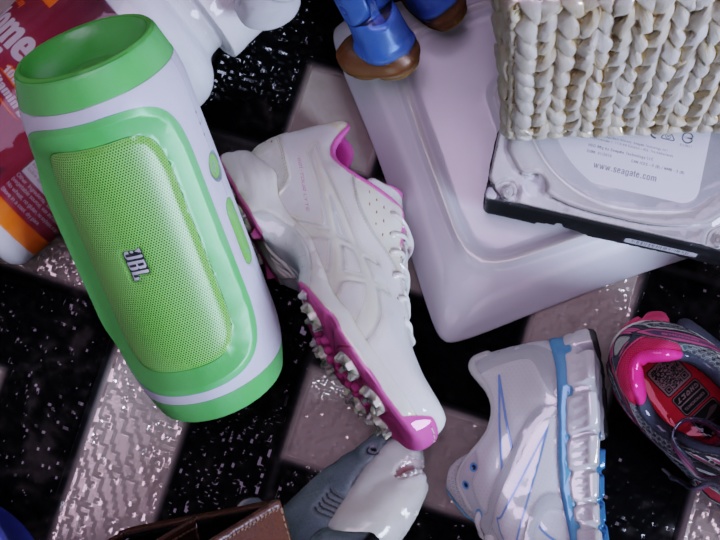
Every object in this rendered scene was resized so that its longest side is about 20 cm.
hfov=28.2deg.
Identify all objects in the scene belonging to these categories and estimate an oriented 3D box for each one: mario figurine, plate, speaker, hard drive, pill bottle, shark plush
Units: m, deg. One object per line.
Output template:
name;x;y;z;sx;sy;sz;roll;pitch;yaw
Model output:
mario figurine;-0.022;-0.201;0.743;0.105;0.201;0.124;-8;46;26
plate;0.105;-0.085;0.806;0.198;0.032;0.201;-19;78;-1
speaker;-0.104;-0.024;0.731;0.088;0.089;0.201;-19;119;0
hard drive;0.153;-0.115;0.774;0.138;0.038;0.202;14;79;6
pill bottle;-0.151;-0.107;0.789;0.200;0.110;0.110;-43;79;-4
shark plush;-0.050;0.156;0.774;0.199;0.091;0.084;-29;57;19

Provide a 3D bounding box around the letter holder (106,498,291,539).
letter holder;-0.083;0.230;0.665;0.100;0.142;0.202;-15;93;28

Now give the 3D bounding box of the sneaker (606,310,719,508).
sneaker;0.205;0.103;0.733;0.199;0.075;0.081;38;99;8

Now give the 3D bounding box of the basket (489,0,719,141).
basket;0.137;-0.177;0.668;0.159;0.200;0.200;-5;78;4

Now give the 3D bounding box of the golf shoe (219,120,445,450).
golf shoe;0.000;0.000;0.769;0.091;0.075;0.201;-29;69;-12

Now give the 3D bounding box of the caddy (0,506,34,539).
caddy;-0.219;0.201;0.734;0.141;0.105;0.201;-34;79;-2

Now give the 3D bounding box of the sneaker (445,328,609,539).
sneaker;0.088;0.134;0.753;0.086;0.075;0.202;-4;73;14
